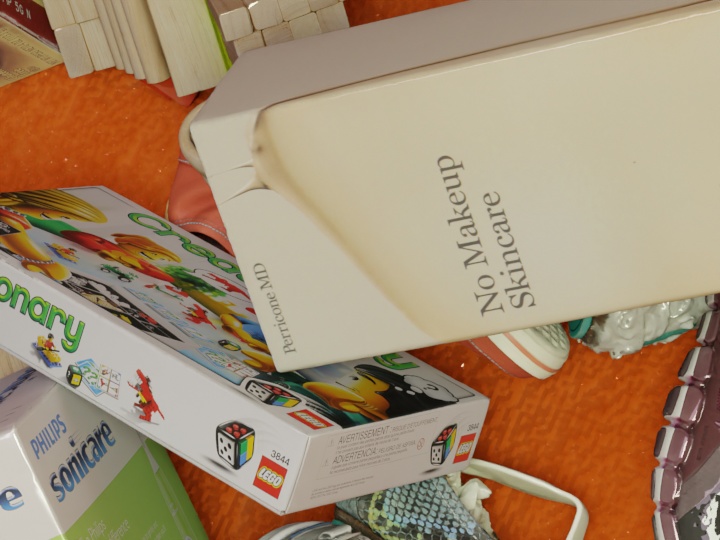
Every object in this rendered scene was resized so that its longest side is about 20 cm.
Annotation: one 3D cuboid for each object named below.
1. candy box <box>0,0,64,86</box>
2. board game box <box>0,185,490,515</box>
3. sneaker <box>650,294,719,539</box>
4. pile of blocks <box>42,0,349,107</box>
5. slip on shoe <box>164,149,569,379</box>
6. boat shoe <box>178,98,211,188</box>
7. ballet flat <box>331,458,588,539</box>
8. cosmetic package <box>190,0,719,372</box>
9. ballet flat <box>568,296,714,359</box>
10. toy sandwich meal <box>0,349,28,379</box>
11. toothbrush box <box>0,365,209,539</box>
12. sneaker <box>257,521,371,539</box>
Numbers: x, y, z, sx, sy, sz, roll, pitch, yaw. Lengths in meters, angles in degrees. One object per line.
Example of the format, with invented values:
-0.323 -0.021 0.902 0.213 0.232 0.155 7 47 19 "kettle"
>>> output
-0.238 -0.096 1.295 0.199 0.115 0.056 -20 69 18 "candy box"
-0.065 0.025 1.128 0.199 0.126 0.035 28 108 27 "board game box"
0.162 0.038 1.079 0.075 0.115 0.201 10 79 -18 "sneaker"
-0.060 -0.101 1.242 0.082 0.062 0.200 -30 26 -28 "pile of blocks"
0.000 0.000 1.194 0.199 0.074 0.061 28 95 32 "slip on shoe"
0.028 -0.056 1.118 0.199 0.065 0.073 -10 60 25 "boat shoe"
0.075 0.123 1.133 0.200 0.074 0.074 36 94 25 "ballet flat"
0.054 -0.039 1.046 0.199 0.073 0.104 -12 112 21 "cosmetic package"
0.101 -0.063 1.175 0.071 0.072 0.201 -13 74 21 "ballet flat"
-0.173 0.087 1.248 0.204 0.070 0.207 -6 75 23 "toy sandwich meal"
-0.101 0.142 1.119 0.086 0.146 0.201 -22 98 13 "toothbrush box"
0.013 0.185 1.111 0.074 0.082 0.201 -27 85 -20 "sneaker"
